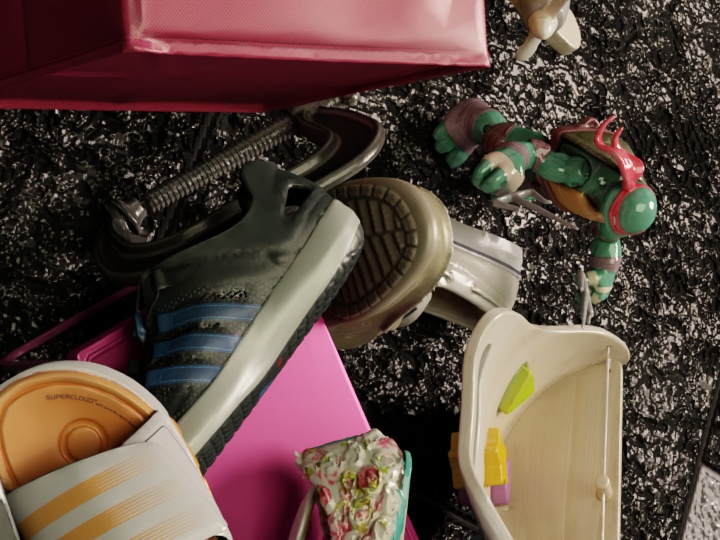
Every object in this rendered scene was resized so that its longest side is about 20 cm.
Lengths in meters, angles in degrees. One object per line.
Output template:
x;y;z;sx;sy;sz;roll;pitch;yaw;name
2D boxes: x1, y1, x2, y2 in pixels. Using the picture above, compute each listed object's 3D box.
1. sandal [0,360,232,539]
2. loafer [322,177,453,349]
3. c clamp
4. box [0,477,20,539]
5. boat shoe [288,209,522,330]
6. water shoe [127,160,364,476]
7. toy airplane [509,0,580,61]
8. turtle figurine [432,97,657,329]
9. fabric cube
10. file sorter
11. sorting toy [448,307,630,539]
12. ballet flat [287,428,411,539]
-0.083;0.127;0.629;0.079;0.059;0.207;-34;94;-9;sandal
0.000;0.000;0.846;0.068;0.200;0.076;-10;77;-31;loafer
-0.071;-0.053;0.849;0.200;0.171;0.027;-33;120;-20;c clamp
-0.231;0.135;0.658;0.124;0.196;0.201;-20;97;-29;box
0.023;0.000;0.947;0.200;0.071;0.070;18;72;-41;boat shoe
-0.080;0.037;0.717;0.079;0.072;0.200;35;69;6;water shoe
0.059;-0.227;0.946;0.199;0.141;0.200;-9;91;-36;toy airplane
0.128;-0.047;0.944;0.101;0.200;0.150;-41;121;-2;turtle figurine
-0.076;-0.183;0.700;0.196;0.200;0.200;-3;90;-38;fabric cube
-0.086;0.104;0.818;0.139;0.125;0.201;-32;105;-35;file sorter
0.096;0.112;0.907;0.180;0.106;0.201;54;37;-57;sorting toy
-0.013;0.180;0.756;0.064;0.076;0.201;5;80;-8;ballet flat
